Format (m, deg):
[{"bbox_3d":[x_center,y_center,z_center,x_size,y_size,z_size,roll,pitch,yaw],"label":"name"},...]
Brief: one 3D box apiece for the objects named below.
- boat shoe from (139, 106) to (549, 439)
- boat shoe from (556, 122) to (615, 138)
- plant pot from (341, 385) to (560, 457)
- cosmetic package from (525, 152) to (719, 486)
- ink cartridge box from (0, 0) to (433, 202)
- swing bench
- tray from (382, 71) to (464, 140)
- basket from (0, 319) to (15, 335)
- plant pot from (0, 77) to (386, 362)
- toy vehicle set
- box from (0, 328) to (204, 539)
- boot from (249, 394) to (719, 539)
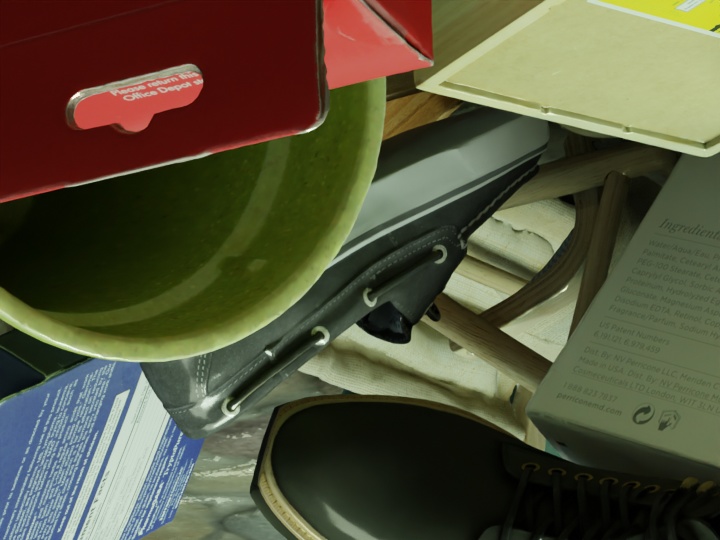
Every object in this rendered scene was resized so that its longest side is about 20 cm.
[{"bbox_3d":[0.000,0.000,0.930,0.200,0.067,0.070,-32,-161,-36],"label":"boat shoe"},{"bbox_3d":[0.146,-0.094,0.927,0.199,0.073,0.065,-7,160,29],"label":"boat shoe"},{"bbox_3d":[0.092,0.125,1.339,0.195,0.201,0.200,19,152,-27],"label":"plant pot"},{"bbox_3d":[0.200,0.039,0.989,0.123,0.200,0.199,14,155,43],"label":"cosmetic package"},{"bbox_3d":[-0.046,-0.109,0.692,0.116,0.201,0.067,-11,157,25],"label":"ink cartridge box"},{"bbox_3d":[0.099,0.018,1.118,0.199,0.130,0.199,9,171,43],"label":"swing bench"},{"bbox_3d":[-0.037,-0.039,1.013,0.098,0.037,0.200,-18,164,-41],"label":"tray"},{"bbox_3d":[-0.197,0.029,1.057,0.123,0.136,0.200,3,-179,-19],"label":"basket"},{"bbox_3d":[-0.124,-0.061,0.862,0.200,0.201,0.184,14,165,-35],"label":"plant pot"},{"bbox_3d":[0.121,-0.092,0.754,0.124,0.027,0.200,11,155,-32],"label":"toy vehicle set"},{"bbox_3d":[-0.110,0.067,0.931,0.032,0.122,0.200,29,-158,16],"label":"box"},{"bbox_3d":[0.074,0.083,0.877,0.199,0.078,0.138,19,161,-16],"label":"boot"}]
